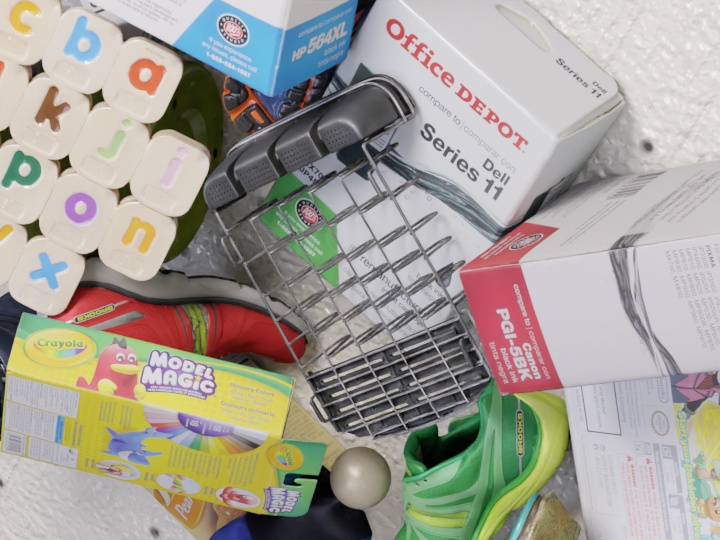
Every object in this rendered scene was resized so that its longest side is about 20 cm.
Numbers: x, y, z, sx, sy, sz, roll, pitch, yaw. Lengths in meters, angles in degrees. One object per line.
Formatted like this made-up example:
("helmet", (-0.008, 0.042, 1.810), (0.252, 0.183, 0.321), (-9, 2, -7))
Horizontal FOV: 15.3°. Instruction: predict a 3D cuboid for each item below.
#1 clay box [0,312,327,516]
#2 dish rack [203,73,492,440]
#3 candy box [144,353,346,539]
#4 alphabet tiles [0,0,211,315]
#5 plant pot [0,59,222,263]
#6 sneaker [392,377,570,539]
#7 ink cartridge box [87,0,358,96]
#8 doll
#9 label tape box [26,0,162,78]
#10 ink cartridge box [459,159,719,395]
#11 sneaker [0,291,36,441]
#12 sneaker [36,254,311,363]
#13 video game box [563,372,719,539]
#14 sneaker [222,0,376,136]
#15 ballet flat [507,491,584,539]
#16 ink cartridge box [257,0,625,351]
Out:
("clay box", (-0.120, 0.093, 1.658), (0.198, 0.048, 0.115), (13, 150, -3))
("dish rack", (0.000, 0.000, 1.596), (0.153, 0.054, 0.201), (-22, 100, 43))
("candy box", (-0.106, 0.110, 1.833), (0.200, 0.055, 0.116), (43, 129, 13))
("alphabet tiles", (-0.196, -0.073, 1.618), (0.199, 0.015, 0.196), (25, 116, -6))
("plant pot", (-0.199, -0.085, 1.739), (0.192, 0.200, 0.202), (13, 118, 18))
("sneaker", (0.056, 0.137, 1.704), (0.083, 0.074, 0.200), (31, 122, -9))
("ink cartridge box", (-0.067, -0.224, 1.517), (0.145, 0.084, 0.201), (30, 125, 25))
("doll", (-0.049, 0.172, 1.750), (0.137, 0.048, 0.200), (54, 131, 6))
("label tape box", (-0.200, -0.192, 1.650), (0.144, 0.199, 0.066), (62, 159, 11))
("ink cartridge box", (0.180, -0.001, 1.506), (0.199, 0.147, 0.083), (-8, 107, 40))
("sneaker", (-0.194, 0.089, 1.759), (0.201, 0.146, 0.077), (27, 121, 24))
("sneaker", (-0.123, 0.046, 1.733), (0.077, 0.199, 0.086), (-10, 72, 55))
("video game box", (0.216, 0.130, 1.608), (0.181, 0.047, 0.201), (6, 114, 38))
("sneaker", (-0.021, -0.176, 1.626), (0.075, 0.079, 0.200), (32, 113, -8))
("ballet flat", (0.113, 0.187, 1.660), (0.071, 0.071, 0.200), (46, 161, 10))
("ink cartridge box", (0.046, -0.069, 1.617), (0.146, 0.083, 0.201), (42, 129, 14))
